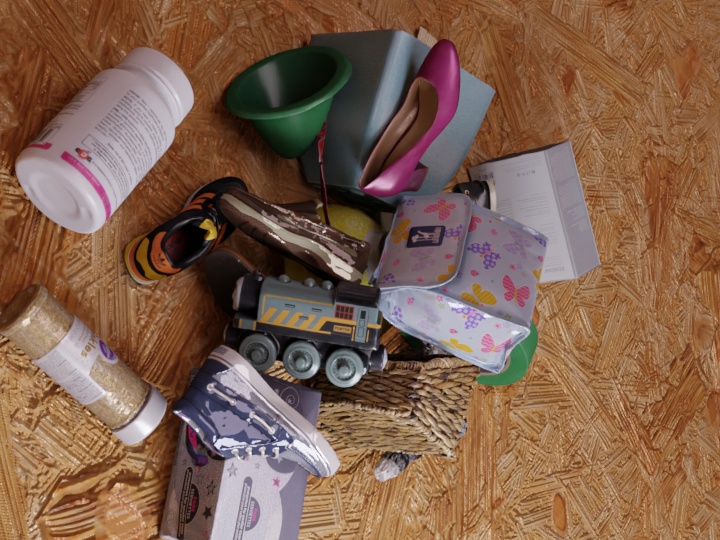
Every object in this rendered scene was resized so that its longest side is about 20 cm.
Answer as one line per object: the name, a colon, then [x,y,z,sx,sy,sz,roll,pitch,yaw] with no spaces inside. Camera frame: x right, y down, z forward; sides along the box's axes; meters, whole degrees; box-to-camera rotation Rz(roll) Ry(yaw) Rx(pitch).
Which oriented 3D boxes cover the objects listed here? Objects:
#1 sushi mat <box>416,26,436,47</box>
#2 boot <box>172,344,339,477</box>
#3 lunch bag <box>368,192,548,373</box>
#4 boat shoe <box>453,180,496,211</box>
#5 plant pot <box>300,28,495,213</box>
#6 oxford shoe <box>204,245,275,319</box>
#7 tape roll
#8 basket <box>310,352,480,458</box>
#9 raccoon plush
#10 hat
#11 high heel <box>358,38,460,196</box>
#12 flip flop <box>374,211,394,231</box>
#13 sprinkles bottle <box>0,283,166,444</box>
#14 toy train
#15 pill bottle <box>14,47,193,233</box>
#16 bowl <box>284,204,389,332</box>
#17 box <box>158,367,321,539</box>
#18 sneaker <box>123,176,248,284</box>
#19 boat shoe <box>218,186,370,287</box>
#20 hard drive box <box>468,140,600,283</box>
sushi mat: [0.103,-0.264,1.620,0.095,0.012,0.203,27,67,-38]
boot: [-0.115,0.182,1.166,0.200,0.072,0.091,46,64,-15]
lunch bag: [0.120,0.003,1.326,0.197,0.128,0.171,24,49,-2]
boat shoe: [0.175,-0.036,1.626,0.062,0.074,0.205,-5,95,-17]
plant pot: [0.028,-0.187,1.426,0.194,0.195,0.203,21,85,-40]
oxford shoe: [-0.127,0.029,1.327,0.201,0.070,0.072,53,33,-39]
tape roll: [0.149,0.084,1.489,0.201,0.199,0.049,47,56,-28]
basket: [0.036,0.141,1.370,0.143,0.198,0.151,43,59,-37]
raccoon plush: [0.074,0.185,1.458,0.200,0.096,0.136,-29,99,-60]
hat: [-0.077,-0.164,1.371,0.201,0.163,0.178,-60,144,-44]
high heel: [0.060,-0.183,1.287,0.095,0.067,0.203,-7,118,-45]
flip flop: [0.094,-0.052,1.551,0.200,0.057,0.082,44,57,-31]
sprinkles bottle: [-0.299,0.103,1.147,0.200,0.068,0.069,49,55,-28]
toy train: [-0.062,0.064,1.251,0.085,0.197,0.116,-68,167,-76]
pill bottle: [-0.276,-0.148,1.171,0.114,0.112,0.201,51,54,-26]
bowl: [0.000,0.000,1.387,0.199,0.106,0.203,31,51,-48]
box: [-0.140,0.226,1.250,0.131,0.114,0.203,22,69,-39]
sneaker: [-0.186,-0.050,1.260,0.200,0.089,0.071,-42,112,-38]
boat shoe: [-0.074,-0.054,1.268,0.201,0.074,0.076,33,76,-25]
hard drive box: [0.271,-0.085,1.660,0.076,0.154,0.203,-22,100,-44]
